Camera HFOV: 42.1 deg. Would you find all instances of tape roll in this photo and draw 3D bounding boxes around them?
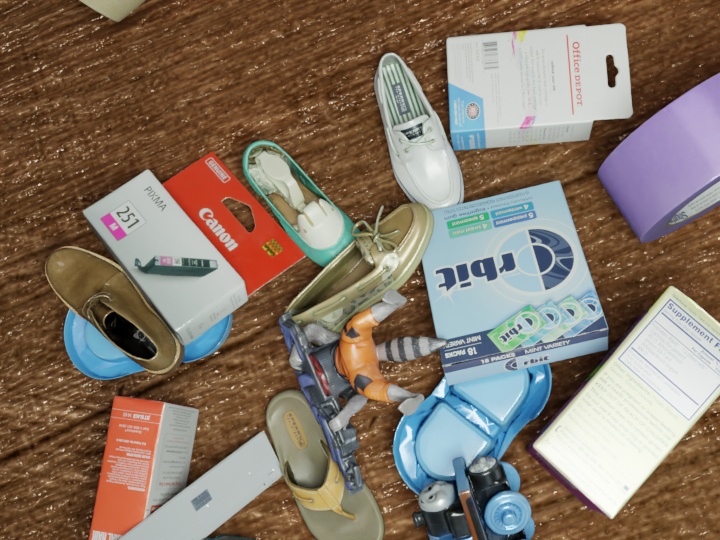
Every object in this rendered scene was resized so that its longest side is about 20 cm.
[{"bbox_3d":[0.349,-0.118,0.951,0.199,0.200,0.085,-30,76,2],"label":"tape roll"}]

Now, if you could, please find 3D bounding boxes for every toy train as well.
[{"bbox_3d":[0.124,0.282,0.931,0.113,0.087,0.202,-18,107,4],"label":"toy train"}]

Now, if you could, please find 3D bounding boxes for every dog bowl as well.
[{"bbox_3d":[0.120,0.154,1.000,0.111,0.050,0.201,36,85,14],"label":"dog bowl"},{"bbox_3d":[-0.239,0.062,1.081,0.198,0.050,0.113,-13,77,6],"label":"dog bowl"}]

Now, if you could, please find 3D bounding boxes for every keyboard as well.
[{"bbox_3d":[-0.165,0.249,0.988,0.199,0.011,0.057,-34,101,-34],"label":"keyboard"}]

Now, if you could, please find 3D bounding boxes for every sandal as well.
[{"bbox_3d":[-0.047,0.220,1.017,0.080,0.054,0.201,-31,76,1],"label":"sandal"}]

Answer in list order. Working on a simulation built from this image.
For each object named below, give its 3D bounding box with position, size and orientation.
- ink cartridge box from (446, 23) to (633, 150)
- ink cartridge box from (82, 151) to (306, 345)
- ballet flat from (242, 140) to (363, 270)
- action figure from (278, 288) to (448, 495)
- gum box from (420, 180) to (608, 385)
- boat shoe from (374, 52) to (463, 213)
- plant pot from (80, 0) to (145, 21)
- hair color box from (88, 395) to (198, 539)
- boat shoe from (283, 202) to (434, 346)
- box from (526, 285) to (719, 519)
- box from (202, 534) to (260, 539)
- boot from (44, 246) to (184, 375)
[{"bbox_3d":[0.199,-0.207,1.059,0.198,0.068,0.117,-3,78,9],"label":"ink cartridge box"},{"bbox_3d":[-0.187,-0.040,1.058,0.173,0.044,0.200,-36,65,-16],"label":"ink cartridge box"},{"bbox_3d":[-0.069,-0.074,1.072,0.067,0.070,0.200,-43,76,-5],"label":"ballet flat"},{"bbox_3d":[0.003,0.122,0.975,0.104,0.193,0.202,-19,89,-36],"label":"action figure"},{"bbox_3d":[0.155,0.009,0.996,0.168,0.045,0.201,-13,52,6],"label":"gum box"},{"bbox_3d":[0.058,-0.154,1.070,0.073,0.067,0.201,-26,76,3],"label":"boat shoe"},{"bbox_3d":[-0.285,-0.415,1.133,0.187,0.187,0.201,37,100,14],"label":"plant pot"},{"bbox_3d":[-0.236,0.243,1.012,0.063,0.111,0.202,5,79,11],"label":"hair color box"},{"bbox_3d":[0.000,0.000,1.024,0.200,0.063,0.073,-49,38,8],"label":"boat shoe"},{"bbox_3d":[0.265,0.133,0.924,0.097,0.176,0.200,42,87,14],"label":"box"},{"bbox_3d":[-0.149,0.387,0.984,0.049,0.082,0.202,5,80,9],"label":"box"},{"bbox_3d":[-0.280,0.035,1.030,0.199,0.075,0.074,38,88,15],"label":"boot"}]
